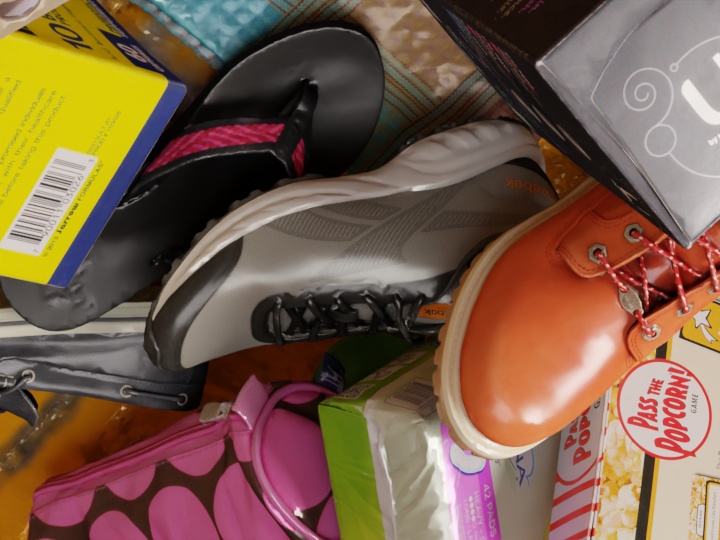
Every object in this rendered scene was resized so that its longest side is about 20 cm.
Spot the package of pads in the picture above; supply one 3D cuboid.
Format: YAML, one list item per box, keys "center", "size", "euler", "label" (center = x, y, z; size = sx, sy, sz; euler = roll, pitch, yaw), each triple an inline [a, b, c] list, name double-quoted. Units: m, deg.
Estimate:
- center: [0.061, 0.123, 1.149]
  size: [0.068, 0.154, 0.201]
  euler: [5, 112, 35]
  label: "package of pads"

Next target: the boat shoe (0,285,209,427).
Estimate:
- center: [-0.164, 0.042, 1.188]
  size: [0.199, 0.075, 0.062]
  euler: [-1, 100, -8]
  label: "boat shoe"

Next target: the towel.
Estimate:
- center: [0.010, -0.117, 1.137]
  size: [0.200, 0.022, 0.147]
  euler: [39, 112, -23]
  label: "towel"

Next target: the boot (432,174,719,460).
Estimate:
- center: [0.113, -0.003, 1.039]
  size: [0.200, 0.107, 0.075]
  euler: [-47, 108, -22]
  label: "boot"

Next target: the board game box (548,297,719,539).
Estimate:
- center: [0.186, 0.084, 1.126]
  size: [0.199, 0.152, 0.046]
  euler: [16, 157, -16]
  label: "board game box"

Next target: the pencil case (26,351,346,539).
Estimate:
- center: [-0.079, 0.110, 1.192]
  size: [0.094, 0.091, 0.200]
  euler: [36, 139, -26]
  label: "pencil case"

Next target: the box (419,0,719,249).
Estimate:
- center: [0.109, -0.110, 1.029]
  size: [0.122, 0.200, 0.106]
  euler: [-42, 115, 1]
  label: "box"

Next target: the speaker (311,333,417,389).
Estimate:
- center: [0.004, 0.133, 1.248]
  size: [0.088, 0.089, 0.201]
  euler: [6, 120, -7]
  label: "speaker"

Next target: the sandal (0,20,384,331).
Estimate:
- center: [-0.068, -0.034, 1.128]
  size: [0.200, 0.045, 0.075]
  euler: [-35, 117, 1]
  label: "sandal"

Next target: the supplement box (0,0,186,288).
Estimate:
- center: [-0.190, -0.079, 1.037]
  size: [0.200, 0.109, 0.110]
  euler: [13, 115, -50]
  label: "supplement box"

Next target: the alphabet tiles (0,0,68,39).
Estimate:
- center: [-0.170, -0.146, 0.893]
  size: [0.200, 0.008, 0.167]
  euler: [-29, 120, 4]
  label: "alphabet tiles"

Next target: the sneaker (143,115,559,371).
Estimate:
- center: [0.000, 0.000, 1.114]
  size: [0.200, 0.079, 0.074]
  euler: [-22, 153, -11]
  label: "sneaker"
